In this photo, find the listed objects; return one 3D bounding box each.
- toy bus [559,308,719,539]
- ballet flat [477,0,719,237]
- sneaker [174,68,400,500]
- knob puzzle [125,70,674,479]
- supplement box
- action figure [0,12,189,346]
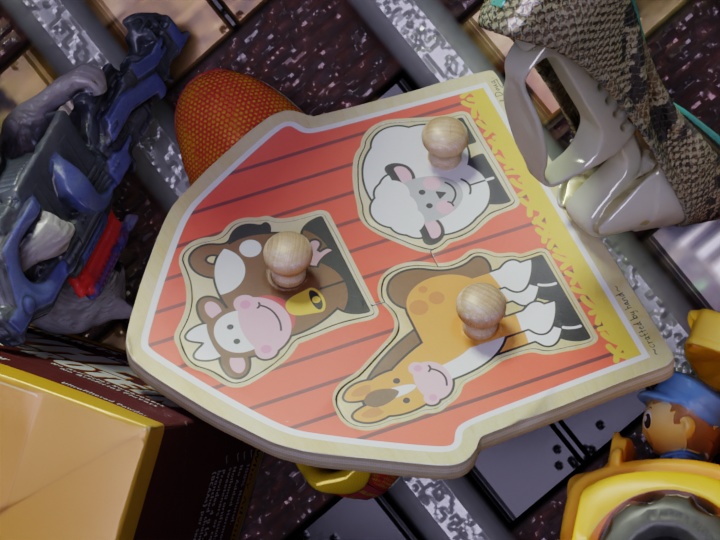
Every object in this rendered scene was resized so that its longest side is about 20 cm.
[{"bbox_3d":[0.178,0.071,0.968,0.198,0.136,0.194,2,77,14],"label":"toy bus"},{"bbox_3d":[0.096,-0.060,0.950,0.068,0.200,0.076,26,75,40],"label":"ballet flat"},{"bbox_3d":[-0.027,0.001,1.027,0.073,0.077,0.201,-27,80,11],"label":"sneaker"},{"bbox_3d":[0.000,0.000,0.960,0.218,0.031,0.221,0,51,0],"label":"knob puzzle"},{"bbox_3d":[-0.144,0.132,0.986,0.132,0.200,0.199,17,92,12],"label":"supplement box"},{"bbox_3d":[-0.158,-0.058,1.016,0.104,0.200,0.194,-22,113,36],"label":"action figure"}]
